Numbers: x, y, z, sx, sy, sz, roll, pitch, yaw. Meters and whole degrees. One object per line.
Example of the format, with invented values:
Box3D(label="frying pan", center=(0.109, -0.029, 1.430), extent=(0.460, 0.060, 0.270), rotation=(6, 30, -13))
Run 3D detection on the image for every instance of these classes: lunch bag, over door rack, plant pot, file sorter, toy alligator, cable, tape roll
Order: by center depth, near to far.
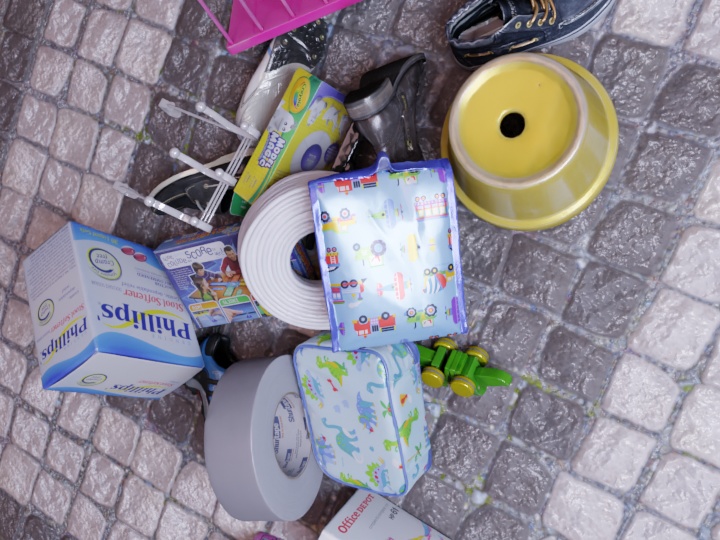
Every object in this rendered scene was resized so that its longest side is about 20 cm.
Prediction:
Box3D(label="lunch bag", center=(0.029, -0.027, 0.646), extent=(0.150, 0.094, 0.200), rotation=(-8, 116, -3))
Box3D(label="plant pot", center=(0.175, -0.144, 0.649), extent=(0.200, 0.189, 0.201), rotation=(1, 93, 20))
Box3D(label="cable", center=(-0.048, -0.019, 0.730), extent=(0.200, 0.069, 0.200), rotation=(-27, 116, 5))
Box3D(label="file sorter", center=(-0.104, -0.392, 0.741), extent=(0.200, 0.125, 0.139), rotation=(-14, 56, 19))
Box3D(label="lunch bag", center=(0.000, 0.171, 0.754), extent=(0.160, 0.082, 0.201), rotation=(-2, 105, 37))
Box3D(label="tape roll", center=(-0.113, 0.210, 0.761), extent=(0.066, 0.200, 0.201), rotation=(-10, 89, 19))
Box3D(label="toy alligator", center=(0.094, 0.122, 0.766), extent=(0.200, 0.059, 0.054), rotation=(13, 141, 25))
Box3D(label="over door rack", center=(-0.239, -0.146, 0.782), extent=(0.200, 0.067, 0.148), rotation=(23, 83, 34))

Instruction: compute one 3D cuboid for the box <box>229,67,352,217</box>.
Box3D(label="box", center=(-0.084, -0.147, 0.776), extent=(0.048, 0.117, 0.200), rotation=(38, 105, 23))

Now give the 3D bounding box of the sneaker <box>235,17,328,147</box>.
Box3D(label="sneaker", center=(-0.112, -0.261, 0.813), extent=(0.200, 0.072, 0.072), rotation=(-60, 32, 3))

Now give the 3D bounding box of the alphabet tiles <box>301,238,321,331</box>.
Box3D(label="alphabet tiles", center=(0.000, 0.000, 0.813), extent=(0.167, 0.008, 0.200), rotation=(-19, 87, 19))

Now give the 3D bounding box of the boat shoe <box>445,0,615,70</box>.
Box3D(label="boat shoe", center=(0.196, -0.293, 0.685), extent=(0.200, 0.091, 0.071), rotation=(-22, 86, 19))

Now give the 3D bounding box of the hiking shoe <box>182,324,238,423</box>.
Box3D(label="hiking shoe", center=(-0.181, 0.181, 0.850), extent=(0.087, 0.074, 0.200), rotation=(-42, 79, 17))

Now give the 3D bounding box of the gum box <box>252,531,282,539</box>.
Box3D(label="gum box", center=(-0.080, 0.438, 0.806), extent=(0.200, 0.113, 0.066), rotation=(12, 97, 19))

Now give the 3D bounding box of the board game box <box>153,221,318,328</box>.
Box3D(label="board game box", center=(-0.165, 0.004, 0.820), extent=(0.200, 0.034, 0.136), rotation=(-10, 119, 21))

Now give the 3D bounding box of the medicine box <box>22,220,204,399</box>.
Box3D(label="medicine box", center=(-0.331, 0.061, 0.813), extent=(0.103, 0.182, 0.200), rotation=(-35, 62, 17))

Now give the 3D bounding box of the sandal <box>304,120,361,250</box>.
Box3D(label="sandal", center=(-0.021, -0.112, 0.776), extent=(0.048, 0.075, 0.201), rotation=(23, 104, -6))

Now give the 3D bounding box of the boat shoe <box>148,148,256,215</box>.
Box3D(label="boat shoe", center=(-0.216, -0.110, 0.849), extent=(0.200, 0.072, 0.068), rotation=(-16, 83, 17))

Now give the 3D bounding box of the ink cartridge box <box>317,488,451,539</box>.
Box3D(label="ink cartridge box", center=(0.045, 0.374, 0.742), extent=(0.200, 0.144, 0.085), rotation=(25, 101, 16))

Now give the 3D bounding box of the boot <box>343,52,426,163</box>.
Box3D(label="boot", center=(0.054, -0.158, 0.737), extent=(0.069, 0.200, 0.174), rotation=(-8, 122, 34))
